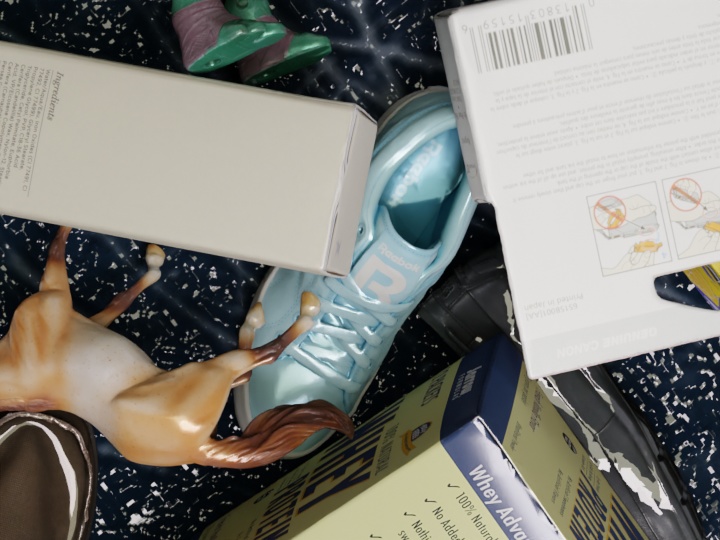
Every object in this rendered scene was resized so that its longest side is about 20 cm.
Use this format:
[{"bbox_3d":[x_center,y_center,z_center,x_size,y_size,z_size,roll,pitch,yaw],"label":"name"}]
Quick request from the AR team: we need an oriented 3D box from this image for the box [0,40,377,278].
[{"bbox_3d":[-0.098,-0.053,1.397,0.199,0.068,0.083,12,88,9],"label":"box"}]

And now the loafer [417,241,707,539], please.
[{"bbox_3d":[0.103,0.080,1.471,0.070,0.068,0.201,-34,95,7],"label":"loafer"}]

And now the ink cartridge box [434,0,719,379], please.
[{"bbox_3d":[0.149,-0.056,1.408,0.199,0.044,0.175,-13,95,-9],"label":"ink cartridge box"}]

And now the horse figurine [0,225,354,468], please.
[{"bbox_3d":[-0.103,0.043,1.405,0.199,0.050,0.133,25,56,18],"label":"horse figurine"}]

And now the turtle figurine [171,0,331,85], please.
[{"bbox_3d":[-0.081,-0.189,1.411,0.149,0.100,0.201,-9,75,-51],"label":"turtle figurine"}]

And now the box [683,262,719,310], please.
[{"bbox_3d":[0.208,0.004,1.477,0.064,0.070,0.200,-41,98,-6],"label":"box"}]

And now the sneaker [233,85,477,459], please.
[{"bbox_3d":[0.000,0.000,1.439,0.074,0.082,0.201,26,89,-8],"label":"sneaker"}]

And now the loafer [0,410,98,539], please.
[{"bbox_3d":[-0.171,0.155,1.427,0.073,0.071,0.201,15,91,-9],"label":"loafer"}]

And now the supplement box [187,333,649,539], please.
[{"bbox_3d":[0.036,0.177,1.400,0.199,0.134,0.200,-34,99,14],"label":"supplement box"}]
